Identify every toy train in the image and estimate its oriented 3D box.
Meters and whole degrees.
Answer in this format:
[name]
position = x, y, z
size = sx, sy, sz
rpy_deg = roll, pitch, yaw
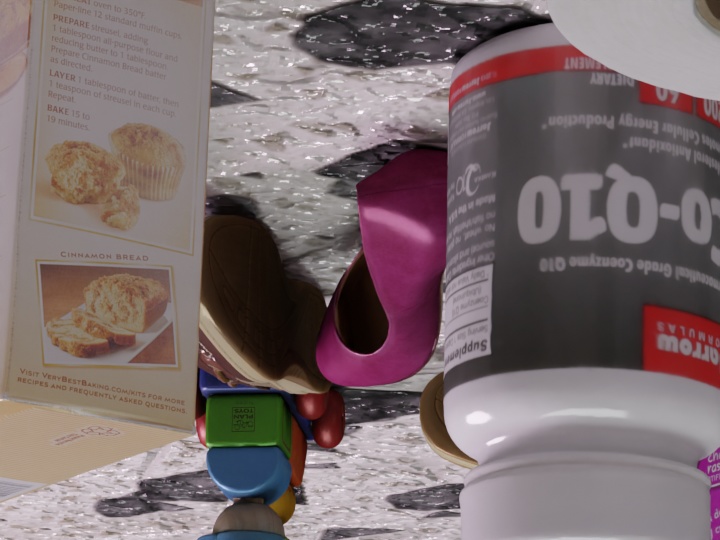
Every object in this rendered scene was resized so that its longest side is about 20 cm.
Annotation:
[toy train]
position = -0.052, 0.125, 1.659
size = 0.084, 0.117, 0.200
rpy_deg = 0, 163, 7

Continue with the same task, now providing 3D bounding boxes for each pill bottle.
[pill bottle]
position = 0.089, 0.015, 1.136
size = 0.113, 0.201, 0.114
rpy_deg = 1, 164, 0

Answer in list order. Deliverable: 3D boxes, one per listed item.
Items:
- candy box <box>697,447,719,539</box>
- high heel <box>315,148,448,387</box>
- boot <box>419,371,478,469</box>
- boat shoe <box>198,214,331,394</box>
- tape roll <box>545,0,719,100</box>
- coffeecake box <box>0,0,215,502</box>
[candy box]
position = 0.156, 0.043, 1.222
size = 0.061, 0.201, 0.136
rpy_deg = 10, 160, -29
[high heel]
position = 0.000, 0.000, 1.324
size = 0.096, 0.068, 0.200
rpy_deg = -1, 151, -29
[boot]
position = 0.126, 0.100, 1.635
size = 0.198, 0.073, 0.156
rpy_deg = -2, 161, -6
[boat shoe]
position = -0.070, 0.022, 1.407
size = 0.071, 0.073, 0.200
rpy_deg = -4, 169, 14
[tape roll]
position = 0.157, -0.116, 0.922
size = 0.201, 0.071, 0.203
rpy_deg = 1, 163, 0
[coffeecake box]
position = -0.118, -0.033, 0.995
size = 0.073, 0.201, 0.153
rpy_deg = 12, 161, -31
